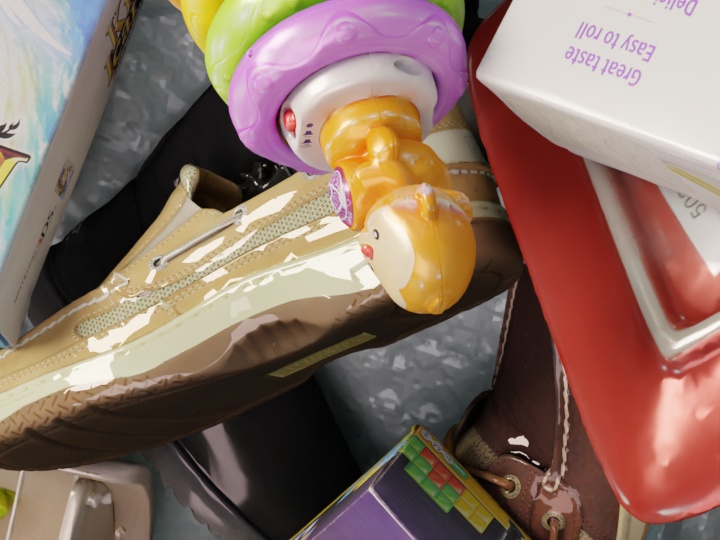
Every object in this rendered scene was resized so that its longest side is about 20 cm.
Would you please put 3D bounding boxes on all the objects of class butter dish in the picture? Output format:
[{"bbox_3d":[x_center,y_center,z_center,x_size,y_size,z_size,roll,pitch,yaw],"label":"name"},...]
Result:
[{"bbox_3d":[0.158,-0.028,0.906,0.199,0.201,0.148,-32,143,19],"label":"butter dish"}]

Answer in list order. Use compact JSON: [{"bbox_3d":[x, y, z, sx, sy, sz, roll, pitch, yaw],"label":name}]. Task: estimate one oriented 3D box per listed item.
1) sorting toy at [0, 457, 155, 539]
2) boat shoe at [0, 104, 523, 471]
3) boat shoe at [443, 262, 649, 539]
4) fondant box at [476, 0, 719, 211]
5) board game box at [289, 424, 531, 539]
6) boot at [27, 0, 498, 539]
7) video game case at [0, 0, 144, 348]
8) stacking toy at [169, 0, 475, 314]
[{"bbox_3d":[-0.178,0.130,1.086,0.179,0.107,0.201,15,102,5],"label":"sorting toy"},{"bbox_3d":[-0.045,0.002,0.975,0.199,0.072,0.076,-22,73,15],"label":"boat shoe"},{"bbox_3d":[0.054,0.081,1.028,0.072,0.072,0.201,-8,121,-15],"label":"boat shoe"},{"bbox_3d":[0.141,-0.110,0.823,0.144,0.058,0.201,24,85,41],"label":"fondant box"},{"bbox_3d":[0.027,0.179,1.016,0.200,0.057,0.165,46,121,-1],"label":"board game box"},{"bbox_3d":[-0.001,-0.001,1.029,0.165,0.066,0.200,44,118,-8],"label":"boot"},{"bbox_3d":[-0.176,-0.092,0.985,0.199,0.045,0.182,18,79,10],"label":"video game case"},{"bbox_3d":[-0.006,-0.069,0.861,0.109,0.201,0.116,-6,145,-16],"label":"stacking toy"}]
